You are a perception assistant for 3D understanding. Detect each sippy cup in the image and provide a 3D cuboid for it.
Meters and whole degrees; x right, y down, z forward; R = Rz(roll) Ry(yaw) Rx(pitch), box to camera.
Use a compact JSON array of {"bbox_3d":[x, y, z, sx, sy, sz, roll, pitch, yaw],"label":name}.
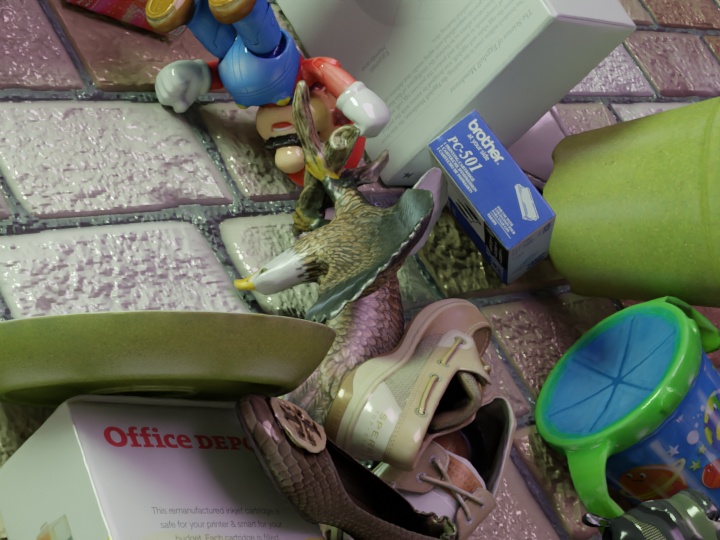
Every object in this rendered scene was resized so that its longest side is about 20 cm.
[{"bbox_3d":[0.218,0.114,1.237,0.130,0.178,0.140,45,-5,-23],"label":"sippy cup"}]

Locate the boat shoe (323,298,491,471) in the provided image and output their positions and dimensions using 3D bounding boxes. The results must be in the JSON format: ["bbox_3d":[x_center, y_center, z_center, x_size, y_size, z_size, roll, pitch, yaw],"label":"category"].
[{"bbox_3d":[0.046,0.073,1.044,0.065,0.072,0.200,23,22,17],"label":"boat shoe"}]

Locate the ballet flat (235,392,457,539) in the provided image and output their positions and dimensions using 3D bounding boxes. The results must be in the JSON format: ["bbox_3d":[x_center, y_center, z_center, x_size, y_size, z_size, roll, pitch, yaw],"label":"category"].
[{"bbox_3d":[-0.001,0.118,0.909,0.200,0.046,0.067,48,16,-42],"label":"ballet flat"}]

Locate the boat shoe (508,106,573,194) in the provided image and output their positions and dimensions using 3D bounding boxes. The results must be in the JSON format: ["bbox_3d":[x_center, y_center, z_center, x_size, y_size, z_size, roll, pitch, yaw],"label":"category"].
[{"bbox_3d":[0.158,-0.095,1.446,0.200,0.060,0.074,32,78,-13],"label":"boat shoe"}]

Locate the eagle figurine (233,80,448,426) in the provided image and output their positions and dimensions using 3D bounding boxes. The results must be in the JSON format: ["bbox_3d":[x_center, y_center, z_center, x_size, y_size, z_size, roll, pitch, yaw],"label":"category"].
[{"bbox_3d":[-0.007,0.004,1.096,0.152,0.151,0.200,38,20,-41],"label":"eagle figurine"}]

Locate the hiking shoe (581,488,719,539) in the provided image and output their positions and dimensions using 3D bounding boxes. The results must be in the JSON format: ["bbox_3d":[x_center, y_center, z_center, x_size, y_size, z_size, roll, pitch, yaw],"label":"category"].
[{"bbox_3d":[0.205,0.251,1.131,0.100,0.076,0.201,-10,75,-8],"label":"hiking shoe"}]

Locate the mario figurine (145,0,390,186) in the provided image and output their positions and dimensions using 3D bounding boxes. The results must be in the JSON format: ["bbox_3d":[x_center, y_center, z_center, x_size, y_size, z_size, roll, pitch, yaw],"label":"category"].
[{"bbox_3d":[-0.062,-0.119,1.169,0.123,0.106,0.200,38,-6,46],"label":"mario figurine"}]

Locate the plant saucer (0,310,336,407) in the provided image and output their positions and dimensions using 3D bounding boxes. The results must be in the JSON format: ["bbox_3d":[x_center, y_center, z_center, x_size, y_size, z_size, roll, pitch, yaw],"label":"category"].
[{"bbox_3d":[-0.111,0.050,0.879,0.200,0.200,0.031,7,76,-45],"label":"plant saucer"}]

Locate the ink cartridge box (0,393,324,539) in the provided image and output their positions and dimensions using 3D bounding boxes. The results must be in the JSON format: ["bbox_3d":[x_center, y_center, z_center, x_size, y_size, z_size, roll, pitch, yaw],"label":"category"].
[{"bbox_3d":[-0.084,0.170,0.859,0.145,0.083,0.200,9,49,-46],"label":"ink cartridge box"}]

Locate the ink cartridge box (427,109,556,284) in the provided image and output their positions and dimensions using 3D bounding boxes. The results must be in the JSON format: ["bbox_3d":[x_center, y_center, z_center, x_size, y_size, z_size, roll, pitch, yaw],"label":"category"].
[{"bbox_3d":[0.096,-0.049,1.243,0.094,0.044,0.200,53,0,8],"label":"ink cartridge box"}]

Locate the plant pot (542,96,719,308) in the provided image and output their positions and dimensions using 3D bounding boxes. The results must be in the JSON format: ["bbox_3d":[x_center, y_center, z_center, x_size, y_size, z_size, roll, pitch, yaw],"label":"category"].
[{"bbox_3d":[0.250,-0.048,1.327,0.200,0.184,0.201,11,77,-57],"label":"plant pot"}]

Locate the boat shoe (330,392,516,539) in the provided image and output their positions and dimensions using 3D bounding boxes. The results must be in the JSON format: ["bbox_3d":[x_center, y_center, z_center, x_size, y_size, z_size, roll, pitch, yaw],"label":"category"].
[{"bbox_3d":[0.042,0.137,1.053,0.075,0.068,0.200,44,34,-9],"label":"boat shoe"}]

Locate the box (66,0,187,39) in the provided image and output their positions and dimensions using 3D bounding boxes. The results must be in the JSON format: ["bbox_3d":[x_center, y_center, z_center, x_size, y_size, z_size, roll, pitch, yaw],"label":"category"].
[{"bbox_3d":[-0.123,-0.268,1.176,0.100,0.200,0.096,14,43,-41],"label":"box"}]

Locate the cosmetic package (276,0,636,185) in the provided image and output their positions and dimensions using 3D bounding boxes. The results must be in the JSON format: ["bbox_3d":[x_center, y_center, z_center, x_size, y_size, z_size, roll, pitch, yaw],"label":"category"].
[{"bbox_3d":[0.069,-0.203,1.328,0.123,0.199,0.200,-2,56,-49],"label":"cosmetic package"}]
